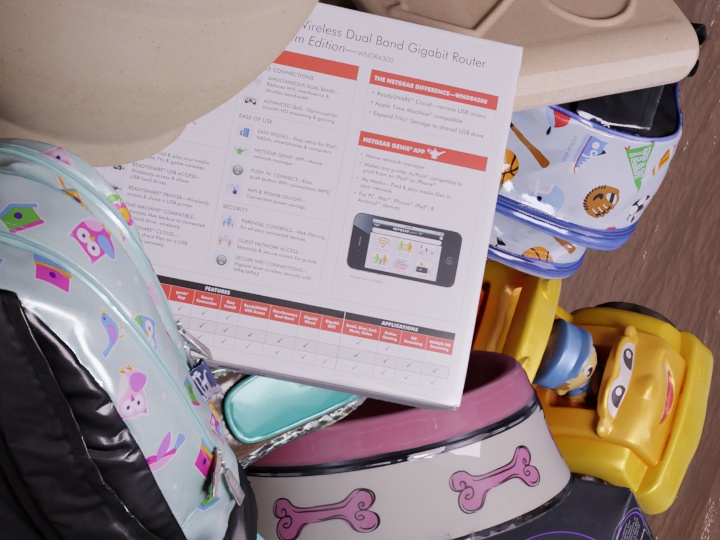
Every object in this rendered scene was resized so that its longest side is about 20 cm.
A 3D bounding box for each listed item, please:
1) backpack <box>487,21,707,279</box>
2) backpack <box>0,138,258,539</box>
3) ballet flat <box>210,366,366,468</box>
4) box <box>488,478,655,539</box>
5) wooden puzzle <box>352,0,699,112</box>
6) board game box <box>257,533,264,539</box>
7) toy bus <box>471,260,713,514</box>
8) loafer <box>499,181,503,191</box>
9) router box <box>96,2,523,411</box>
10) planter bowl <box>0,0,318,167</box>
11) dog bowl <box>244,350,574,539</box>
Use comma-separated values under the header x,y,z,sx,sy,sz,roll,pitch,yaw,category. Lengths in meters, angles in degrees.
x,y,z,sx,sy,sz,roll,pitch,yaw,category
0.092,-0.087,1.418,0.191,0.199,0.155,-86,-166,-74,backpack
-0.138,0.050,0.976,0.127,0.166,0.200,-86,161,-49,backpack
-0.084,0.073,1.238,0.199,0.074,0.074,-19,121,-21,ballet flat
0.062,0.186,1.445,0.123,0.199,0.106,-68,151,-26,box
0.060,-0.164,1.334,0.185,0.200,0.046,-12,150,-31,wooden puzzle
-0.114,0.199,1.088,0.151,0.047,0.200,-47,-177,-29,board game box
0.083,0.051,1.468,0.192,0.199,0.136,51,52,-47,toy bus
0.000,0.000,1.314,0.070,0.200,0.075,41,11,-23,loafer
-0.035,-0.038,1.195,0.049,0.199,0.180,160,-58,-79,router box
-0.113,-0.130,1.041,0.200,0.200,0.135,-47,165,-50,planter bowl
0.011,0.097,1.337,0.200,0.200,0.074,-24,106,-60,dog bowl
